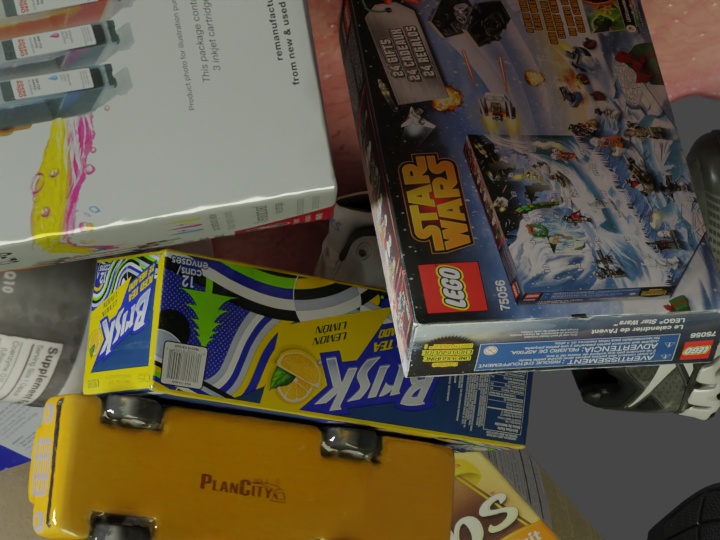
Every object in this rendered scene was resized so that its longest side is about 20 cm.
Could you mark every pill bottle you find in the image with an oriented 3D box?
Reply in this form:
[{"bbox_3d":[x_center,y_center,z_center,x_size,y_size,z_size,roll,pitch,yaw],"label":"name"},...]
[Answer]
[{"bbox_3d":[-0.176,0.001,1.359,0.199,0.114,0.114,9,136,-23],"label":"pill bottle"}]

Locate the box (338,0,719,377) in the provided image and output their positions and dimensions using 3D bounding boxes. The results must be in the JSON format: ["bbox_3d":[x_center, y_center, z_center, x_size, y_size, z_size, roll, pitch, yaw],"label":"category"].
[{"bbox_3d":[0.071,-0.045,1.297,0.136,0.201,0.040,-2,140,-10],"label":"box"}]

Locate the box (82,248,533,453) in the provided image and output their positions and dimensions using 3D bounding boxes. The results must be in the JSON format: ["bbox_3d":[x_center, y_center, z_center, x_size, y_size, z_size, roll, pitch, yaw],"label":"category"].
[{"bbox_3d":[-0.021,0.039,1.340,0.199,0.065,0.070,11,169,-31],"label":"box"}]

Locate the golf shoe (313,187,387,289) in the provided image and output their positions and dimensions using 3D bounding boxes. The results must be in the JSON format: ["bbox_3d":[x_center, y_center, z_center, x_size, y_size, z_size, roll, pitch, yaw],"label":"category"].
[{"bbox_3d":[0.000,0.000,1.439,0.200,0.078,0.097,-36,128,13],"label":"golf shoe"}]

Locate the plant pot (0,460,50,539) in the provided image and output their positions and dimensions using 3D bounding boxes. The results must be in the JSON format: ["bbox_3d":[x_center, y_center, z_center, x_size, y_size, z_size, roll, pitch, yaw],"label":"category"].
[{"bbox_3d":[-0.104,0.173,1.424,0.176,0.201,0.200,-25,177,-19],"label":"plant pot"}]

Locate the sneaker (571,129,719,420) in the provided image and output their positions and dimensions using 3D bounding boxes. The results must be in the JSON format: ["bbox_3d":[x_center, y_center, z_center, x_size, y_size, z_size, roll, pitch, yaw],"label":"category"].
[{"bbox_3d":[0.148,0.010,1.481,0.090,0.067,0.201,-6,142,-10],"label":"sneaker"}]

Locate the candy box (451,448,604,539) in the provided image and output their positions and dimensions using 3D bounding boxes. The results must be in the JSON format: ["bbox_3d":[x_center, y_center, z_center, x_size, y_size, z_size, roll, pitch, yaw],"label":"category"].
[{"bbox_3d":[0.048,0.143,1.619,0.115,0.056,0.200,-25,138,16],"label":"candy box"}]

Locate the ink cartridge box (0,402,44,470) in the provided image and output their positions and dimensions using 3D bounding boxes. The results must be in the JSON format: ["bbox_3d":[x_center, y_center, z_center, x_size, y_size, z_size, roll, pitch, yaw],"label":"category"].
[{"bbox_3d":[-0.155,0.086,1.520,0.099,0.039,0.200,-36,135,26],"label":"ink cartridge box"}]

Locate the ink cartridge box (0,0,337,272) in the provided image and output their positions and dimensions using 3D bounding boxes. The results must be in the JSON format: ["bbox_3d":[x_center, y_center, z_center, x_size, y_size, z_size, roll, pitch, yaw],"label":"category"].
[{"bbox_3d":[-0.118,-0.079,1.218,0.199,0.146,0.145,-9,177,-2],"label":"ink cartridge box"}]

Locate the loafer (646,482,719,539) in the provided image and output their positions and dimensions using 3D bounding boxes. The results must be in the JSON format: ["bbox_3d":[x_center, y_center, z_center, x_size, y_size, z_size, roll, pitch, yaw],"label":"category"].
[{"bbox_3d":[0.162,0.196,1.700,0.200,0.072,0.063,-38,137,24],"label":"loafer"}]

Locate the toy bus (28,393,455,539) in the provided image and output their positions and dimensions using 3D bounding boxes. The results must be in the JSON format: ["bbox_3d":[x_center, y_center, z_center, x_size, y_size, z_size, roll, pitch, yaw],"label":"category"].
[{"bbox_3d":[-0.054,0.099,1.323,0.199,0.066,0.078,9,171,-26],"label":"toy bus"}]
